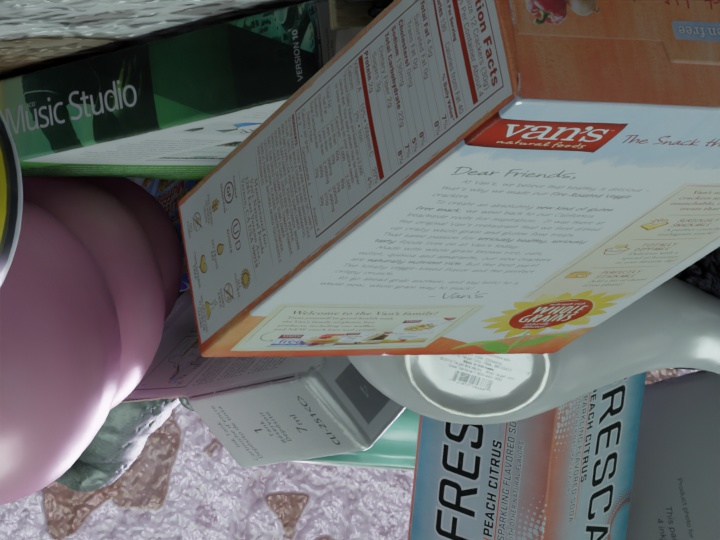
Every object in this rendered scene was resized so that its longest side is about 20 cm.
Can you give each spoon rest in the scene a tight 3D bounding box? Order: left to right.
[{"bbox_3d":[0.086,0.029,1.010,0.200,0.061,0.099,19,128,-7],"label":"spoon rest"}]

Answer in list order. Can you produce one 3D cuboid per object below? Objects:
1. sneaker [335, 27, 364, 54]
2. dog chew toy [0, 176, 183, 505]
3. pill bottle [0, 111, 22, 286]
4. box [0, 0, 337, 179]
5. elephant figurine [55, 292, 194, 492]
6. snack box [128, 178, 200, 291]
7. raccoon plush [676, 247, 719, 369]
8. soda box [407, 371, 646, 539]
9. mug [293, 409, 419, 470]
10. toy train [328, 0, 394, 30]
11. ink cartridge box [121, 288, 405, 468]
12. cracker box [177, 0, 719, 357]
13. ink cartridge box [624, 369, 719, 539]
[{"bbox_3d":[0.080,-0.058,0.968,0.080,0.071,0.200,-7,170,35],"label":"sneaker"},{"bbox_3d":[-0.134,0.015,1.128,0.124,0.125,0.200,-8,-167,25],"label":"dog chew toy"},{"bbox_3d":[-0.184,-0.025,0.819,0.112,0.112,0.200,-7,176,17],"label":"pill bottle"},{"bbox_3d":[-0.038,-0.064,1.056,0.200,0.036,0.144,-11,174,41],"label":"box"},{"bbox_3d":[-0.183,0.017,1.337,0.200,0.142,0.155,23,131,-19],"label":"elephant figurine"},{"bbox_3d":[-0.051,-0.032,1.202,0.024,0.072,0.200,26,159,-32],"label":"snack box"},{"bbox_3d":[0.100,-0.029,1.227,0.200,0.134,0.097,4,-178,-5],"label":"raccoon plush"},{"bbox_3d":[0.065,0.061,1.096,0.064,0.200,0.068,19,-157,33],"label":"soda box"},{"bbox_3d":[-0.001,0.035,1.351,0.185,0.114,0.152,6,175,-30],"label":"mug"},{"bbox_3d":[0.077,-0.092,0.851,0.200,0.034,0.046,-4,-174,-21],"label":"toy train"},{"bbox_3d":[0.000,0.000,1.186,0.200,0.045,0.176,-47,-161,-30],"label":"ink cartridge box"},{"bbox_3d":[0.048,-0.032,0.846,0.134,0.058,0.200,1,159,-30],"label":"cracker box"},{"bbox_3d":[0.209,0.098,1.148,0.200,0.145,0.147,-16,171,33],"label":"ink cartridge box"}]
